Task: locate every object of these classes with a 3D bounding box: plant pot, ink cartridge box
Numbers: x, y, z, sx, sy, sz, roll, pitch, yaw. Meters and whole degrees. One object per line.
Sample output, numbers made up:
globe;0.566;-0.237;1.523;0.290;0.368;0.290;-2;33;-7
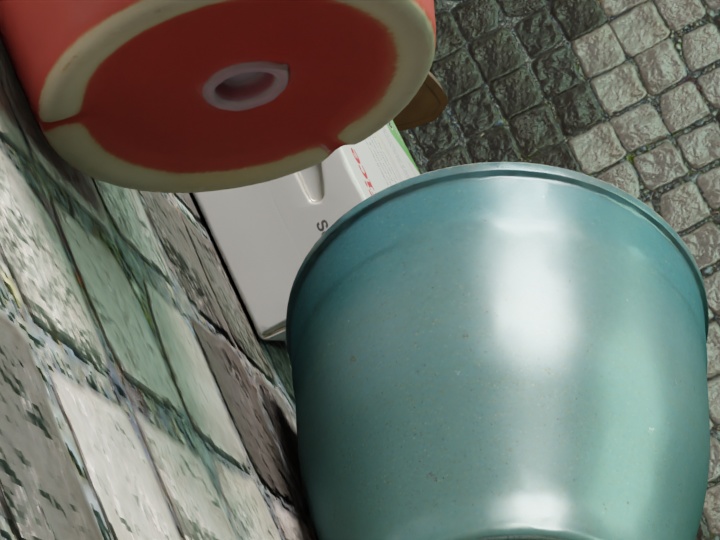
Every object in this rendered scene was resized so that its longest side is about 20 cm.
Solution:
plant pot;-0.060;-0.139;0.679;0.201;0.199;0.178;55;18;-65
ink cartridge box;-0.021;-0.042;1.033;0.146;0.087;0.200;64;10;8
plant pot;0.062;0.090;0.813;0.189;0.199;0.201;-88;156;-48

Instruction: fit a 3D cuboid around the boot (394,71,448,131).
boot;-0.040;-0.178;1.416;0.199;0.070;0.146;11;31;-45
